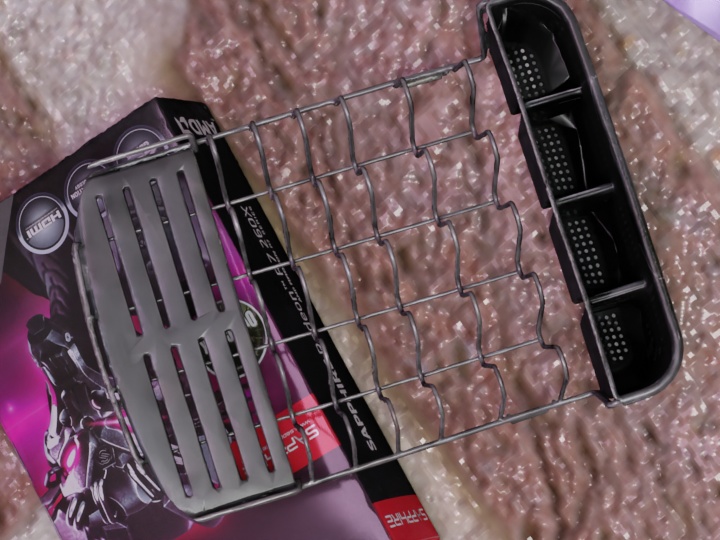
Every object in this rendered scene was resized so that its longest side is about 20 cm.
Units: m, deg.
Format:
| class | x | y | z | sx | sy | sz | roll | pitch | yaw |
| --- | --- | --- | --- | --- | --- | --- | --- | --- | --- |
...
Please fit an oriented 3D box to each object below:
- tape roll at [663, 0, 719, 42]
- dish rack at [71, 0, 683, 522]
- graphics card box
| class | x | y | z | sx | sy | sz | roll | pitch | yaw |
| --- | --- | --- | --- | --- | --- | --- | --- | --- | --- |
| tape roll | 0.129 | -0.131 | 0.945 | 0.200 | 0.200 | 0.085 | 40 | 105 | 18 |
| dish rack | 0.000 | 0.000 | 1.044 | 0.200 | 0.055 | 0.154 | -17 | 81 | -4 |
| graphics card box | -0.071 | 0.049 | 1.112 | 0.125 | 0.051 | 0.200 | -32 | 77 | 20 |
